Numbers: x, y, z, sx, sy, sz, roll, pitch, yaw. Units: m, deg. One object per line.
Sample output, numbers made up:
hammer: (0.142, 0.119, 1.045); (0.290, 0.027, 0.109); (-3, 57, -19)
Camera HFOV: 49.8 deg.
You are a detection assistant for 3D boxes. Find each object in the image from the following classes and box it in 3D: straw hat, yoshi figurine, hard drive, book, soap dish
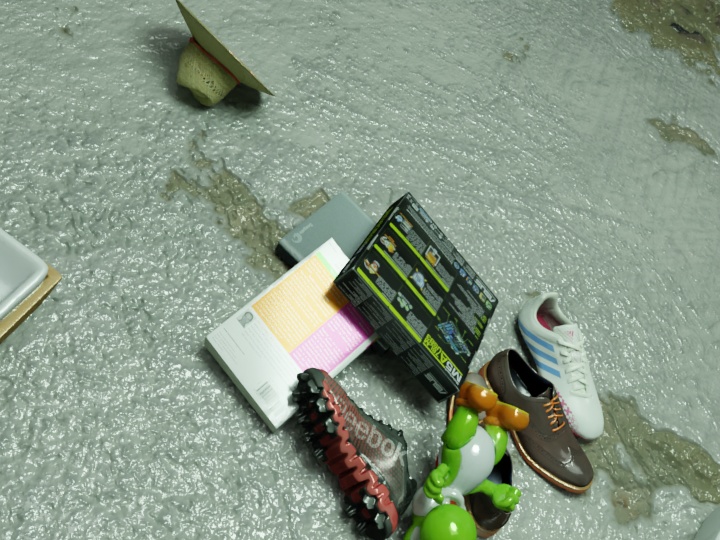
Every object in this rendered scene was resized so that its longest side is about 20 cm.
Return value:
straw hat: (-0.215, -0.282, 1.091); (0.201, 0.201, 0.085); (45, 95, 9)
yoshi figurine: (0.114, 0.231, 0.836); (0.110, 0.112, 0.204); (25, 82, 21)
hard drive: (0.000, 0.000, 1.036); (0.200, 0.033, 0.139); (44, 53, 8)
book: (-0.069, 0.074, 0.929); (0.199, 0.048, 0.134); (-38, 83, -26)
soap dish: (-0.434, 0.036, 0.796); (0.156, 0.082, 0.201); (34, 52, 2)

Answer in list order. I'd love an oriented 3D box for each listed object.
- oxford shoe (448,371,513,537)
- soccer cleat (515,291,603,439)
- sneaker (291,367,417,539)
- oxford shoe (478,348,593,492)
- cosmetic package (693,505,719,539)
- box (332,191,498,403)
oxford shoe: (0.155, 0.209, 0.939); (0.069, 0.073, 0.204); (6, 56, -19)
soccer cleat: (0.274, 0.124, 1.038); (0.068, 0.087, 0.203); (-12, 64, -28)
sneaker: (-0.002, 0.193, 0.875); (0.097, 0.071, 0.203); (-27, 85, -39)
oxford shoe: (0.230, 0.190, 0.984); (0.071, 0.073, 0.201); (-31, 74, -36)
cosmetic package: (0.452, 0.355, 0.922); (0.108, 0.086, 0.198); (46, 33, 22)
box: (0.079, 0.028, 0.979); (0.201, 0.047, 0.194); (48, 42, -10)
